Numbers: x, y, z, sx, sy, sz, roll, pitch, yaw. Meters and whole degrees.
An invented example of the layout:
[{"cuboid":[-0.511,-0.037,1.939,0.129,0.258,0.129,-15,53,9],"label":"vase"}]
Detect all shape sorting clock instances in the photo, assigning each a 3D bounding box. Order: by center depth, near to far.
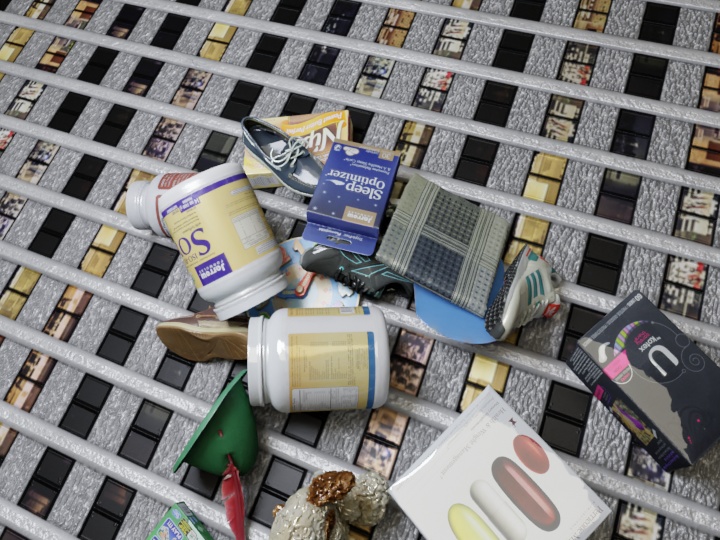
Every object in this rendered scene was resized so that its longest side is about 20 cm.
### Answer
[{"cuboid":[-0.097,0.039,0.984,0.193,0.039,0.206,-4,66,8],"label":"shape sorting clock"}]

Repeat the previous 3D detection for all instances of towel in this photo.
[{"cuboid":[0.133,-0.044,0.933,0.189,0.035,0.203,27,53,1],"label":"towel"}]

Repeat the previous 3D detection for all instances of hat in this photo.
[{"cuboid":[-0.158,0.276,0.866,0.174,0.166,0.202,37,117,0],"label":"hat"}]

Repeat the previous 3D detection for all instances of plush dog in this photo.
[{"cuboid":[-0.063,0.337,0.776,0.157,0.173,0.204,20,72,17],"label":"plush dog"}]

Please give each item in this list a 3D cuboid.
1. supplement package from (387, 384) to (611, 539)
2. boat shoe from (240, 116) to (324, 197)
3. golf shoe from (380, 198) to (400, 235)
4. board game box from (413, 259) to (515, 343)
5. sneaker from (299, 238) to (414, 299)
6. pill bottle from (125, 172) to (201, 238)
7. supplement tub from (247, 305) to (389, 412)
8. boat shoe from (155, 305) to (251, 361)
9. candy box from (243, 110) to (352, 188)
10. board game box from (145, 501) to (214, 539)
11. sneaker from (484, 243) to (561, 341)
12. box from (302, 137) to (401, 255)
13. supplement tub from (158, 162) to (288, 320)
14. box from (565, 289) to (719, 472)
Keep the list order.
[{"cuboid":[0.171,0.302,0.766,0.191,0.148,0.200,-42,66,-10],"label":"supplement package"},{"cuboid":[-0.127,-0.199,1.019,0.199,0.062,0.075,40,76,17],"label":"boat shoe"},{"cuboid":[0.012,-0.113,1.013,0.193,0.078,0.090,1,58,9],"label":"golf shoe"},{"cuboid":[0.154,0.039,0.931,0.153,0.039,0.204,5,49,-7],"label":"board game box"},{"cuboid":[0.000,0.000,0.945,0.193,0.076,0.082,2,69,-8],"label":"sneaker"},{"cuboid":[-0.302,-0.114,1.044,0.193,0.113,0.116,2,67,10],"label":"pill bottle"},{"cuboid":[-0.061,0.128,0.862,0.193,0.146,0.149,-1,65,-6],"label":"supplement tub"},{"cuboid":[-0.242,0.098,0.973,0.194,0.074,0.073,-2,35,25],"label":"boat shoe"},{"cuboid":[-0.112,-0.220,1.088,0.193,0.056,0.119,-3,69,8],"label":"candy box"},{"cuboid":[-0.236,0.450,0.827,0.199,0.029,0.135,39,86,22],"label":"board game box"},{"cuboid":[0.250,0.043,0.874,0.092,0.071,0.200,32,41,5],"label":"sneaker"},{"cuboid":[-0.012,-0.123,0.950,0.117,0.033,0.204,13,57,6],"label":"box"},{"cuboid":[-0.204,-0.043,0.909,0.142,0.145,0.205,-25,96,-3],"label":"supplement tub"},{"cuboid":[0.400,0.151,0.815,0.121,0.107,0.201,-37,67,-7],"label":"box"}]
